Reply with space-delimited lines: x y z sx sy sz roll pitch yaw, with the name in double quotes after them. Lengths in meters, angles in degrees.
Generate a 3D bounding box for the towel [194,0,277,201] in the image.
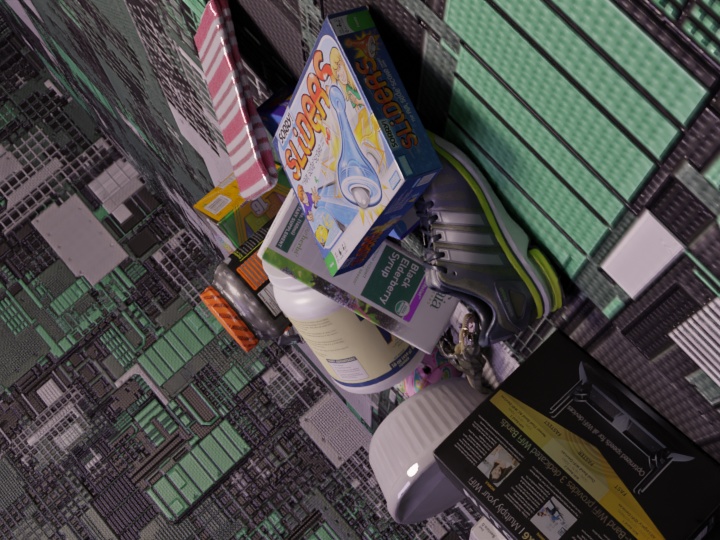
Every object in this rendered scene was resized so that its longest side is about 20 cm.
-0.129 -0.176 1.046 0.146 0.030 0.203 179 75 -75 "towel"

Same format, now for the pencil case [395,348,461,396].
0.046 0.098 1.321 0.200 0.087 0.088 42 168 33 "pencil case"

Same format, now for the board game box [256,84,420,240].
-0.022 -0.111 0.977 0.135 0.045 0.200 54 169 -24 "board game box"

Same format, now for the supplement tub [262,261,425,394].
-0.016 0.034 1.189 0.145 0.145 0.201 34 162 54 "supplement tub"

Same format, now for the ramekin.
0.100 0.221 1.258 0.095 0.201 0.203 53 173 29 "ramekin"

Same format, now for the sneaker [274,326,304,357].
-0.097 0.122 1.840 0.200 0.140 0.078 48 169 9 "sneaker"

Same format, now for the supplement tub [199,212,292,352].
-0.103 0.003 1.289 0.123 0.200 0.123 47 170 11 "supplement tub"

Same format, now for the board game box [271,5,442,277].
-0.010 -0.093 0.785 0.137 0.034 0.200 65 157 13 "board game box"

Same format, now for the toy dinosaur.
0.116 0.096 1.148 0.088 0.048 0.200 36 167 28 "toy dinosaur"

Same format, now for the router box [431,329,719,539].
0.182 0.171 0.824 0.200 0.157 0.052 43 168 32 "router box"

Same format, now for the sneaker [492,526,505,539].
0.255 0.393 1.598 0.200 0.069 0.095 175 72 -80 "sneaker"

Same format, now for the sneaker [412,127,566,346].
0.073 -0.029 0.777 0.201 0.081 0.074 50 169 2 "sneaker"

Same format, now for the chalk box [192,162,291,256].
-0.119 -0.044 1.410 0.201 0.124 0.124 54 167 -28 "chalk box"

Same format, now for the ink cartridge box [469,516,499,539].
0.278 0.520 1.849 0.146 0.084 0.200 45 169 18 "ink cartridge box"

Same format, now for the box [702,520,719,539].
0.253 0.255 0.912 0.199 0.124 0.149 34 163 52 "box"

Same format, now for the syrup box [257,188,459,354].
0.000 0.000 0.999 0.198 0.080 0.081 30 178 -8 "syrup box"
